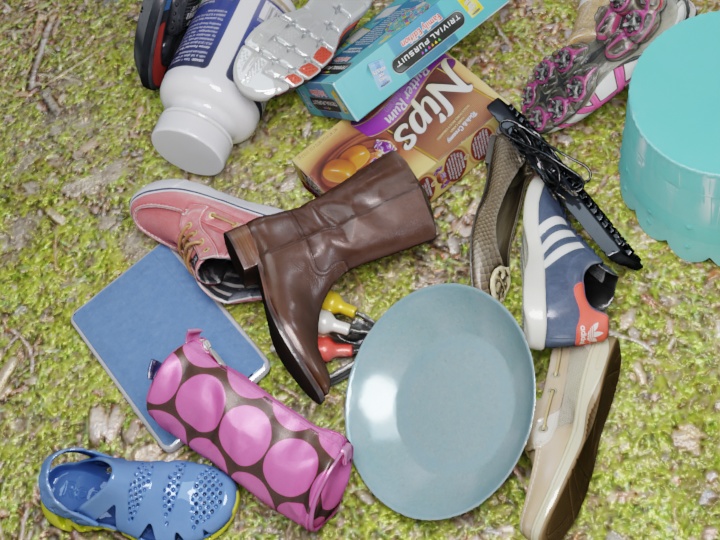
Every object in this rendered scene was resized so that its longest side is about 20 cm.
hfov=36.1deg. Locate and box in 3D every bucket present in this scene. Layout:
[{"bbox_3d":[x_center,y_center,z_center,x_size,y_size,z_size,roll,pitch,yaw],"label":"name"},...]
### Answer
[{"bbox_3d":[0.331,-0.123,0.996,0.205,0.135,0.209,-6,61,10],"label":"bucket"}]

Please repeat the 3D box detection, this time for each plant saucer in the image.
[{"bbox_3d":[0.073,0.114,0.955,0.199,0.039,0.203,-14,67,36],"label":"plant saucer"}]

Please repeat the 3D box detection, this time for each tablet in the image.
[{"bbox_3d":[-0.190,0.071,1.090,0.130,0.014,0.200,-39,58,-9],"label":"tablet"}]

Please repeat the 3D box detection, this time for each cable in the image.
[{"bbox_3d":[0.012,0.064,1.021,0.198,0.050,0.098,4,67,16],"label":"cable"}]

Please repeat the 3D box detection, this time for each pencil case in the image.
[{"bbox_3d":[-0.094,0.138,0.971,0.199,0.091,0.094,31,97,18],"label":"pencil case"}]

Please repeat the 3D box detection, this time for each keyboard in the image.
[{"bbox_3d":[0.194,-0.089,1.017,0.040,0.104,0.201,-45,65,21],"label":"keyboard"}]

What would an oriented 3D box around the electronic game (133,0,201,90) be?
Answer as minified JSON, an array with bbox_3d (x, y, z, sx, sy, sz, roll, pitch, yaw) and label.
[{"bbox_3d":[-0.196,-0.291,1.194,0.041,0.200,0.202,20,65,-2],"label":"electronic game"}]

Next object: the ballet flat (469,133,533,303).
[{"bbox_3d":[0.136,-0.048,1.047,0.046,0.068,0.202,1,55,18],"label":"ballet flat"}]

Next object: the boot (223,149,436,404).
[{"bbox_3d":[0.000,0.000,1.006,0.198,0.064,0.188,-24,77,-16],"label":"boot"}]

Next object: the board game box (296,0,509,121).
[{"bbox_3d":[0.037,-0.234,1.138,0.199,0.047,0.151,-39,20,-9],"label":"board game box"}]

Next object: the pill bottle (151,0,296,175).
[{"bbox_3d":[-0.147,-0.206,1.179,0.110,0.111,0.202,11,64,20],"label":"pill bottle"}]

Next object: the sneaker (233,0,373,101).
[{"bbox_3d":[-0.057,-0.229,1.145,0.077,0.082,0.200,42,62,4],"label":"sneaker"}]

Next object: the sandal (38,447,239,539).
[{"bbox_3d":[-0.205,0.198,0.979,0.198,0.087,0.080,-1,59,12],"label":"sandal"}]

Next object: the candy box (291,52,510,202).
[{"bbox_3d":[0.045,-0.125,1.117,0.199,0.057,0.117,-39,59,-8],"label":"candy box"}]

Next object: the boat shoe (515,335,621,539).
[{"bbox_3d":[0.164,0.138,0.931,0.064,0.072,0.201,10,58,25],"label":"boat shoe"}]

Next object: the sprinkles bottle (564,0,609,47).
[{"bbox_3d":[0.269,-0.300,1.152,0.068,0.068,0.202,12,65,20],"label":"sprinkles bottle"}]

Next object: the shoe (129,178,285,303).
[{"bbox_3d":[-0.155,-0.029,1.088,0.198,0.072,0.091,13,39,16],"label":"shoe"}]

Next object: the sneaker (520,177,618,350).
[{"bbox_3d":[0.187,-0.007,0.993,0.083,0.075,0.201,1,46,6],"label":"sneaker"}]

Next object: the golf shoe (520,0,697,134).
[{"bbox_3d":[0.237,-0.193,1.063,0.091,0.200,0.073,4,59,-36],"label":"golf shoe"}]
